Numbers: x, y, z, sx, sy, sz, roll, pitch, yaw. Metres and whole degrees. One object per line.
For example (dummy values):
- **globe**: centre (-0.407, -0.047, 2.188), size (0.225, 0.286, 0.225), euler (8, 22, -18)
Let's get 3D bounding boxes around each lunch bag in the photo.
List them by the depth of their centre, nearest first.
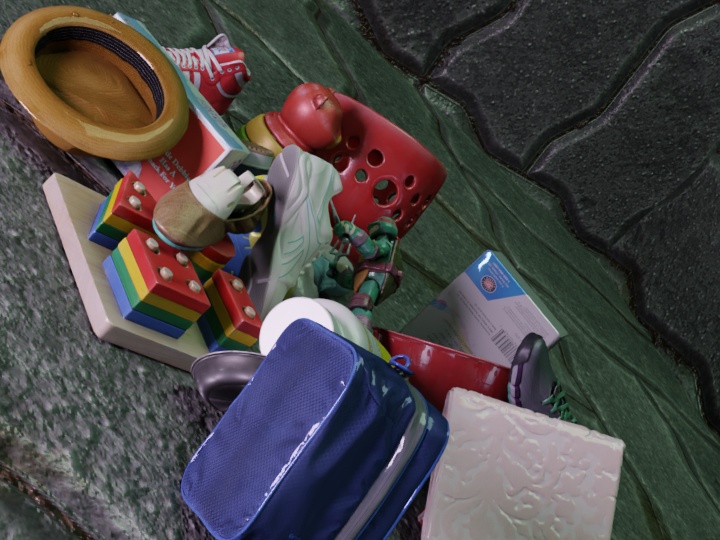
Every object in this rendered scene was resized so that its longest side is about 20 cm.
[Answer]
- **lunch bag**: centre (-0.026, 0.145, 0.894), size (0.132, 0.201, 0.136), euler (40, -5, -30)

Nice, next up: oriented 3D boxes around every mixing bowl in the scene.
- **mixing bowl**: centre (0.091, 0.144, 1.312), size (0.197, 0.110, 0.200), euler (18, -4, 1)

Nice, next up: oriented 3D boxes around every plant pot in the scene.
- **plant pot**: centre (-0.012, -0.109, 1.514), size (0.199, 0.184, 0.200), euler (35, -1, 1)

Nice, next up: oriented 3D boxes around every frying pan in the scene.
- **frying pan**: centre (-0.059, 0.110, 1.006), size (0.186, 0.116, 0.031), euler (10, 59, -1)

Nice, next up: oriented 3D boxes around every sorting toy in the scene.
- **sorting toy**: centre (-0.182, -0.004, 1.080), size (0.199, 0.070, 0.200), euler (29, 25, -49)

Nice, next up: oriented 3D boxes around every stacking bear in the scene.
- **stacking bear**: centre (-0.099, -0.140, 1.377), size (0.114, 0.200, 0.121), euler (46, 16, 0)

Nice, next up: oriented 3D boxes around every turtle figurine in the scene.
- **turtle figurine**: centre (0.000, 0.000, 1.287), size (0.151, 0.099, 0.203), euler (92, 9, -59)

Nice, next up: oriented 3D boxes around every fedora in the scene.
- **fedora**: centre (-0.275, -0.175, 1.158), size (0.198, 0.082, 0.203), euler (17, 50, -22)

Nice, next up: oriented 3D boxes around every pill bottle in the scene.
- **pill bottle**: centre (-0.032, 0.091, 1.104), size (0.105, 0.104, 0.200), euler (55, 2, 25)

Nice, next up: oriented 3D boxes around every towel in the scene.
- **towel**: centre (0.164, 0.237, 1.161), size (0.197, 0.194, 0.032), euler (18, -21, -7)

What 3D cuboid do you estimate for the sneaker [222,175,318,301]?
- **sneaker**: centre (-0.114, -0.006, 1.276), size (0.076, 0.103, 0.203), euler (-74, 150, -66)

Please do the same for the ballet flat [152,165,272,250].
- **ballet flat**: centre (-0.133, -0.066, 1.096), size (0.068, 0.072, 0.200), euler (49, 16, 8)

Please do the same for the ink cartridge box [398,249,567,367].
- **ink cartridge box**: centre (0.147, 0.094, 1.483), size (0.145, 0.200, 0.084), euler (50, 13, 12)

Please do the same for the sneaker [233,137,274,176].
- **sneaker**: centre (-0.202, -0.115, 1.316), size (0.197, 0.110, 0.070), euler (20, 12, 17)

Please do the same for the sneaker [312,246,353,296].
- **sneaker**: centre (-0.069, 0.005, 1.399), size (0.200, 0.073, 0.083), euler (43, 54, -57)

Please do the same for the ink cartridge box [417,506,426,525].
- **ink cartridge box**: centre (0.159, 0.283, 1.274), size (0.146, 0.083, 0.200), euler (50, 16, 7)

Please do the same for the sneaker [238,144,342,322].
- **sneaker**: centre (-0.071, -0.023, 1.192), size (0.079, 0.204, 0.070), euler (17, 4, -35)

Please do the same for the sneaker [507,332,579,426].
- **sneaker**: centre (0.213, 0.155, 1.236), size (0.086, 0.075, 0.203), euler (15, -46, 30)

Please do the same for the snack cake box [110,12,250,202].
- **snack cake box**: centre (-0.229, -0.165, 1.246), size (0.201, 0.115, 0.067), euler (50, 12, 7)

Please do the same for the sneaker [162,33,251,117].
- **sneaker**: centre (-0.228, -0.277, 1.522), size (0.199, 0.112, 0.072), euler (24, 27, -54)
